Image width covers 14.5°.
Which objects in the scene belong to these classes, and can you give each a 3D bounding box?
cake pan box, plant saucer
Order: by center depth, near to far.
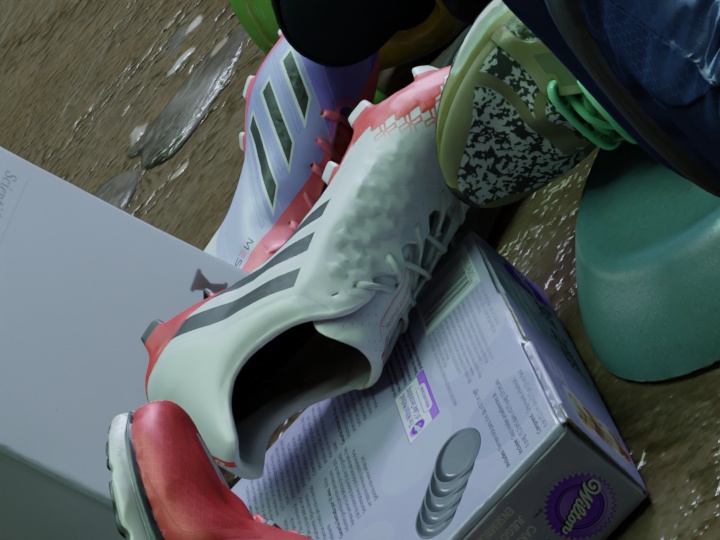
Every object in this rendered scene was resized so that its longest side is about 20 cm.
[{"bbox_3d":[0.143,-0.050,1.059,0.200,0.036,0.200,-44,22,22],"label":"plant saucer"},{"bbox_3d":[0.012,0.094,1.080,0.184,0.052,0.200,-46,21,9],"label":"cake pan box"}]

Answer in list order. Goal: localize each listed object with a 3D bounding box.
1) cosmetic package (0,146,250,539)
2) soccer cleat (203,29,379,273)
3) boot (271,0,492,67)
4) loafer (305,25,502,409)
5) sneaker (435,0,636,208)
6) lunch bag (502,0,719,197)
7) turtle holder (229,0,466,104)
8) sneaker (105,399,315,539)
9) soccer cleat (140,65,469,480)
[{"bbox_3d":[-0.164,0.082,1.247,0.200,0.164,0.165,-56,12,41],"label":"cosmetic package"},{"bbox_3d":[-0.033,-0.029,1.335,0.076,0.067,0.201,34,101,50],"label":"soccer cleat"},{"bbox_3d":[0.028,-0.145,1.206,0.201,0.076,0.168,-60,22,24],"label":"boot"},{"bbox_3d":[0.019,-0.019,1.244,0.200,0.073,0.071,-53,10,-20],"label":"loafer"},{"bbox_3d":[0.103,-0.075,1.040,0.200,0.077,0.089,-39,35,30],"label":"sneaker"},{"bbox_3d":[0.142,-0.089,0.894,0.136,0.200,0.132,-50,49,-1],"label":"lunch bag"},{"bbox_3d":[-0.002,-0.159,1.410,0.131,0.141,0.186,4,53,48],"label":"turtle holder"},{"bbox_3d":[-0.013,0.118,0.964,0.085,0.200,0.077,-39,-22,6],"label":"sneaker"},{"bbox_3d":[0.000,0.000,1.116,0.200,0.069,0.085,-43,43,-5],"label":"soccer cleat"}]
